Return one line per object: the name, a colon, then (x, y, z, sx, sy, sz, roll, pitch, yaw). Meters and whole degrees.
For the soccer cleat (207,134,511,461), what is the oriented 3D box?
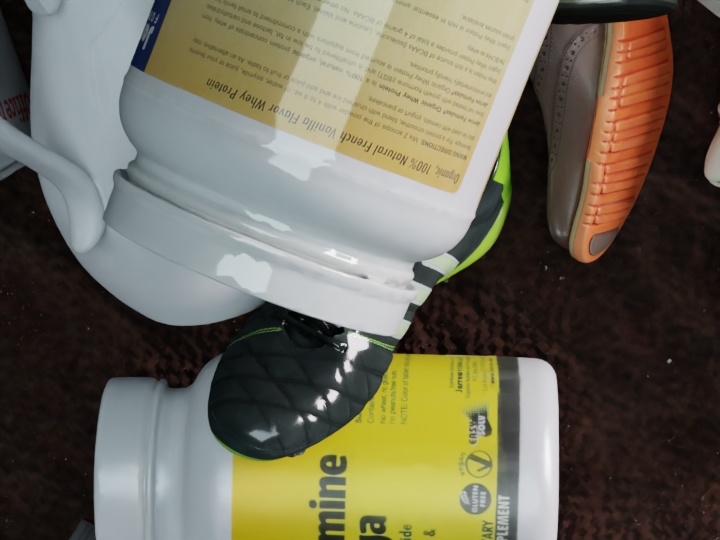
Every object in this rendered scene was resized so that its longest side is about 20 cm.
soccer cleat: (0.000, 0.000, 0.982, 0.067, 0.200, 0.081, 26, 140, 21)

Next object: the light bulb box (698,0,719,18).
light bulb box: (0.190, -0.227, 0.897, 0.198, 0.125, 0.200, -26, 115, -2)

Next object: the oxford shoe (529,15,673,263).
oxford shoe: (0.096, -0.105, 1.029, 0.073, 0.071, 0.201, 9, 99, 25)

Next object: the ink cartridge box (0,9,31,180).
ink cartridge box: (-0.214, -0.125, 0.987, 0.084, 0.145, 0.201, -19, 97, 6)

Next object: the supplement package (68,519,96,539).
supplement package: (-0.071, 0.217, 1.047, 0.200, 0.114, 0.110, 29, 98, -1)

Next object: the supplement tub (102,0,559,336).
supplement tub: (-0.006, -0.090, 0.872, 0.144, 0.144, 0.201, 22, 95, -1)

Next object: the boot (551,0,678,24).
boot: (0.048, -0.186, 0.974, 0.203, 0.073, 0.154, 13, 96, 35)

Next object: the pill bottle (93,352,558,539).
pill bottle: (-0.014, 0.092, 1.028, 0.199, 0.112, 0.113, 1, 98, 2)

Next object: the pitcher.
pitcher: (-0.101, -0.066, 0.966, 0.121, 0.172, 0.200, 8, 130, 35)

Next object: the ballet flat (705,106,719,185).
ballet flat: (0.187, -0.028, 1.020, 0.064, 0.076, 0.201, -11, 93, 30)
